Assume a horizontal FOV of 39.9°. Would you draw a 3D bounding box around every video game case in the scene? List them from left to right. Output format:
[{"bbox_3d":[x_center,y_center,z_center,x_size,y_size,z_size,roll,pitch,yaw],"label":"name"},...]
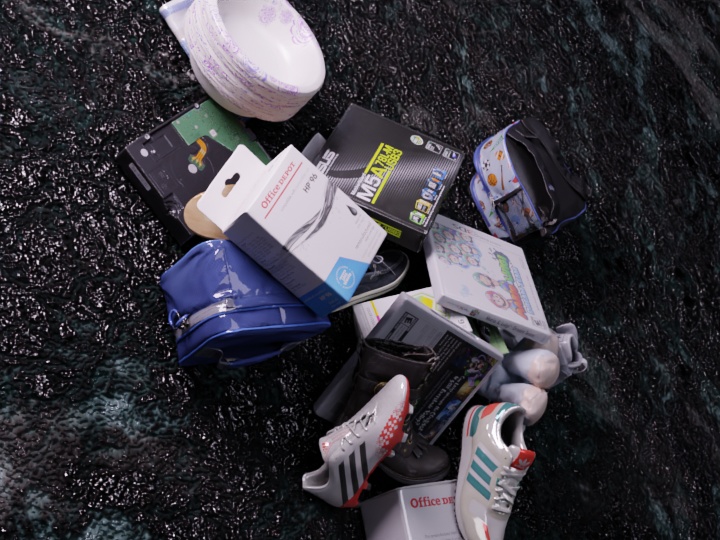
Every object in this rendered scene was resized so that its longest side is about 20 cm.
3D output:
[{"bbox_3d":[0.064,0.146,1.308,0.180,0.201,0.023,30,16,-27],"label":"video game case"},{"bbox_3d":[0.173,0.005,1.413,0.180,0.024,0.202,21,34,-21],"label":"video game case"}]

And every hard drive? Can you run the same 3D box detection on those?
[{"bbox_3d":[-0.210,-0.139,1.303,0.140,0.038,0.200,53,44,-8],"label":"hard drive"}]

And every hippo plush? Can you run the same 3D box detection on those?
[{"bbox_3d":[0.181,0.127,1.418,0.159,0.161,0.201,27,25,-12],"label":"hippo plush"}]

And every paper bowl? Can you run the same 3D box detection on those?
[{"bbox_3d":[-0.152,-0.292,1.347,0.199,0.104,0.203,29,42,-30],"label":"paper bowl"}]

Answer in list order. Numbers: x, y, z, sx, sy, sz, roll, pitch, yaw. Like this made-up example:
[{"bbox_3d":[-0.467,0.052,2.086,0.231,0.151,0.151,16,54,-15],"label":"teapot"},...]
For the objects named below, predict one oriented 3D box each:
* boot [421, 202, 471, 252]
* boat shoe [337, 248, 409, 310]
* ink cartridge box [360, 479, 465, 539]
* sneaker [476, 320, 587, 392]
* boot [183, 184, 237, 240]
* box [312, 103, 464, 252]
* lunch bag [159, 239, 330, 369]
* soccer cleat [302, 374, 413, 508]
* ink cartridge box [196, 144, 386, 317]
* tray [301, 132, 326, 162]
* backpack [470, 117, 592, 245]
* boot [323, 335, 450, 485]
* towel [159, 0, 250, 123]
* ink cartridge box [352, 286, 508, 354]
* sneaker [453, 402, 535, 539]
[{"bbox_3d":[0.093,-0.059,1.513,0.168,0.076,0.201,48,39,-8],"label":"boot"},{"bbox_3d":[0.000,0.000,1.393,0.198,0.074,0.063,-22,121,-43],"label":"boat shoe"},{"bbox_3d":[0.093,0.381,1.276,0.143,0.084,0.204,6,66,-42],"label":"ink cartridge box"},{"bbox_3d":[0.271,0.099,1.569,0.201,0.114,0.075,53,43,-7],"label":"sneaker"},{"bbox_3d":[-0.138,-0.068,1.261,0.198,0.144,0.072,-7,89,-22],"label":"boot"},{"bbox_3d":[0.033,-0.138,1.431,0.191,0.048,0.201,26,47,4],"label":"box"},{"bbox_3d":[-0.141,0.046,1.198,0.198,0.135,0.134,-6,71,-41],"label":"lunch bag"},{"bbox_3d":[-0.004,0.207,1.212,0.084,0.202,0.069,20,26,-18],"label":"soccer cleat"},{"bbox_3d":[-0.078,-0.058,1.155,0.199,0.068,0.117,41,54,-15],"label":"ink cartridge box"},{"bbox_3d":[-0.071,-0.103,1.425,0.107,0.022,0.201,45,45,-15],"label":"tray"},{"bbox_3d":[0.278,-0.152,1.684,0.199,0.153,0.193,-29,97,-53],"label":"backpack"},{"bbox_3d":[0.058,0.177,1.269,0.197,0.176,0.070,17,23,-21],"label":"boot"},{"bbox_3d":[-0.187,-0.319,1.430,0.201,0.024,0.147,55,44,-6],"label":"towel"},{"bbox_3d":[0.095,0.079,1.355,0.196,0.060,0.105,-12,40,-7],"label":"ink cartridge box"},{"bbox_3d":[0.178,0.265,1.282,0.070,0.093,0.203,24,60,-33],"label":"sneaker"}]
